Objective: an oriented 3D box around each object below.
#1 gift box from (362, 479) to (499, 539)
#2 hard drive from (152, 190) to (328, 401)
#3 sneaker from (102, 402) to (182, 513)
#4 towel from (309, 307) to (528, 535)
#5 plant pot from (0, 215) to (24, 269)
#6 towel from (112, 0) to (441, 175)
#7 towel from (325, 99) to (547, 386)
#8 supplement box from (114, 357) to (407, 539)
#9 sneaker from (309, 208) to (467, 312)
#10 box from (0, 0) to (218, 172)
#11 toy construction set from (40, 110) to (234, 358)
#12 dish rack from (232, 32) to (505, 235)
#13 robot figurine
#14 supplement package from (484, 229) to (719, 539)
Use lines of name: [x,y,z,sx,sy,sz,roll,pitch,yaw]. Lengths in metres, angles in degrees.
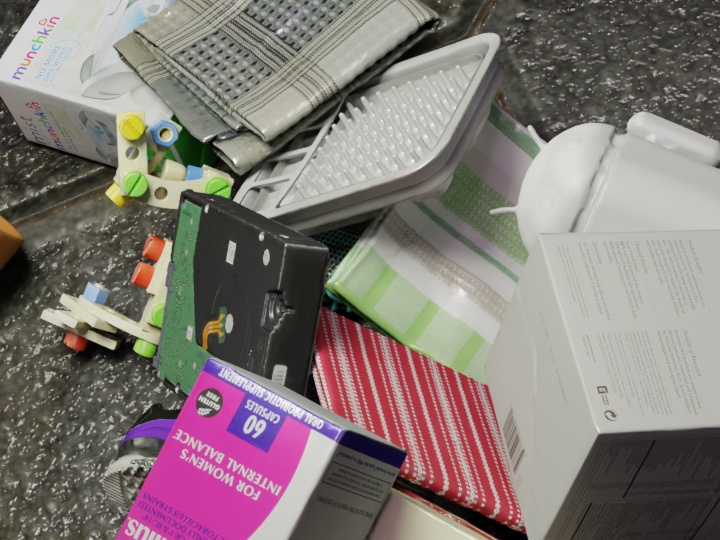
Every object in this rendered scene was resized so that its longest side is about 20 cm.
gift box: [0.012,0.228,1.246,0.187,0.200,0.185,27,82,26]
hard drive: [-0.084,0.031,1.331,0.200,0.038,0.140,24,106,62]
sneaker: [-0.077,0.127,1.403,0.200,0.070,0.100,6,44,13]
towel: [0.048,0.105,1.298,0.022,0.200,0.145,-50,31,23]
plant pot: [-0.384,-0.026,1.532,0.200,0.200,0.140,36,89,32]
towel: [-0.070,-0.182,1.503,0.200,0.035,0.193,-39,53,-10]
towel: [0.086,-0.020,1.426,0.149,0.031,0.200,36,65,0]
supplement box: [-0.074,0.166,1.138,0.101,0.103,0.200,25,88,26]
sneaker: [0.000,0.000,1.461,0.200,0.078,0.091,-28,58,-1]
box: [-0.172,-0.187,1.621,0.176,0.097,0.200,18,65,24]
toy construction set: [-0.158,-0.014,1.475,0.200,0.131,0.092,-63,17,19]
dish rack: [0.011,-0.088,1.419,0.200,0.044,0.172,-16,30,37]
robot figurine: [0.195,-0.032,1.378,0.200,0.113,0.170,24,64,7]
supplement package: [0.205,0.077,1.258,0.200,0.151,0.152,-2,53,-15]
